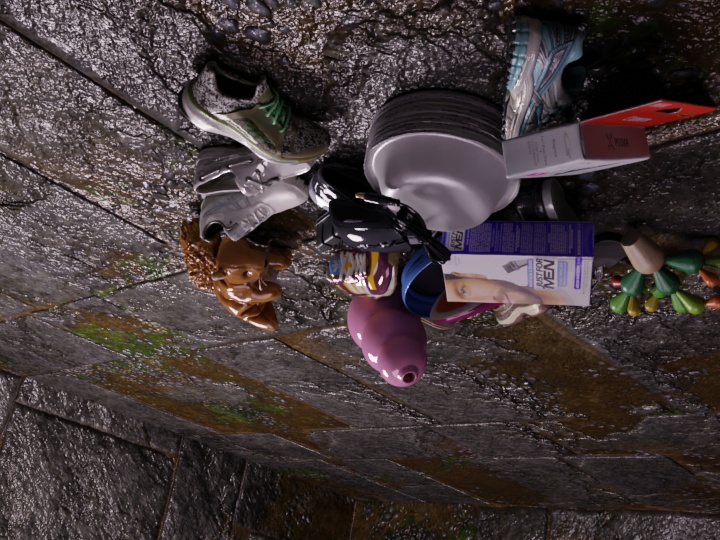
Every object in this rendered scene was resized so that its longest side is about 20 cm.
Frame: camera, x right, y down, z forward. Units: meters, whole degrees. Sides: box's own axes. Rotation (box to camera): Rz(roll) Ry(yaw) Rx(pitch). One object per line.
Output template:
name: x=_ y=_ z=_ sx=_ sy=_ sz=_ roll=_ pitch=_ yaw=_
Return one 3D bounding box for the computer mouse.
computer mouse: x=0.012 y=-0.058 z=1.098 sx=0.198 sy=0.047 sz=0.140 roll=22 pitch=165 yaw=37

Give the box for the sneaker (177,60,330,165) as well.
sneaker: x=-0.121 y=-0.195 z=1.050 sx=0.197 sy=0.078 sz=0.089 roll=18 pitch=147 yaw=-20

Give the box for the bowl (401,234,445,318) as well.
bowl: x=0.154 y=0.002 z=1.306 sx=0.197 sy=0.040 sz=0.202 roll=-14 pitch=148 yaw=-9

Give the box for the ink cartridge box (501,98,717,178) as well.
ink cartridge box: x=0.272 y=-0.137 z=0.917 sx=0.171 sy=0.044 sz=0.198 roll=-8 pitch=-179 yaw=38

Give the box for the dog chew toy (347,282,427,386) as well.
dog chew toy: x=0.050 y=0.105 z=1.362 sx=0.122 sy=0.201 sz=0.127 roll=-7 pitch=124 yaw=-11

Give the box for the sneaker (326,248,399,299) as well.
sneaker: x=0.000 y=0.000 z=1.266 sx=0.088 sy=0.076 sz=0.200 roll=10 pitch=165 yaw=-10

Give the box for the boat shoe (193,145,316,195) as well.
boat shoe: x=-0.148 y=-0.134 z=1.191 sx=0.197 sy=0.071 sz=0.071 roll=-5 pitch=151 yaw=31

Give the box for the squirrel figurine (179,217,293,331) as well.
squirrel figurine: x=-0.216 y=-0.007 z=1.402 sx=0.196 sy=0.144 sz=0.187 roll=17 pitch=170 yaw=10

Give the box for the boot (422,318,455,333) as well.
boot: x=0.106 y=0.031 z=1.470 sx=0.197 sy=0.079 sz=0.138 roll=15 pitch=148 yaw=-25

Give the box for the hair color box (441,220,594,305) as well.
hair color box: x=0.210 y=-0.009 z=1.149 sx=0.196 sy=0.066 sz=0.110 roll=2 pitch=144 yaw=15

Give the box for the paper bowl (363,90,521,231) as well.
paper bowl: x=0.101 y=-0.123 z=1.065 sx=0.197 sy=0.106 sz=0.201 roll=11 pitch=156 yaw=5

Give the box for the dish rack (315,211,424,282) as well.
dish rack: x=0.038 y=-0.044 z=1.337 sx=0.197 sy=0.056 sz=0.153 roll=20 pitch=157 yaw=-23

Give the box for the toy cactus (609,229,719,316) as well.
toy cactus: x=0.431 y=-0.004 z=1.221 sx=0.165 sy=0.103 sz=0.198 roll=41 pitch=145 yaw=-27

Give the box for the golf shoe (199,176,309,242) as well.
golf shoe: x=-0.159 y=-0.086 z=1.272 sx=0.197 sy=0.099 sz=0.078 roll=-8 pitch=149 yaw=35

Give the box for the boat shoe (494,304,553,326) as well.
boat shoe: x=0.263 y=0.036 z=1.416 sx=0.075 sy=0.074 sz=0.202 roll=51 pitch=161 yaw=1

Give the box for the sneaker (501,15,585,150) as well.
sneaker: x=0.195 y=-0.185 z=0.919 sx=0.084 sy=0.079 sz=0.201 roll=4 pitch=156 yaw=8

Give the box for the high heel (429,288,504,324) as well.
high heel: x=0.202 y=0.043 z=1.284 sx=0.197 sy=0.068 sz=0.097 roll=-27 pitch=135 yaw=8

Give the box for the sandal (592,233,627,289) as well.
sandal: x=0.339 y=0.003 z=1.313 sx=0.074 sy=0.046 sz=0.200 roll=15 pitch=156 yaw=-11

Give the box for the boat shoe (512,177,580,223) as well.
boat shoe: x=0.266 y=-0.056 z=1.188 sx=0.059 sy=0.077 sz=0.201 roll=-4 pitch=140 yaw=29

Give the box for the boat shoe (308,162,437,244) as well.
boat shoe: x=0.026 y=-0.099 z=1.203 sx=0.197 sy=0.073 sz=0.068 roll=23 pitch=157 yaw=-9
